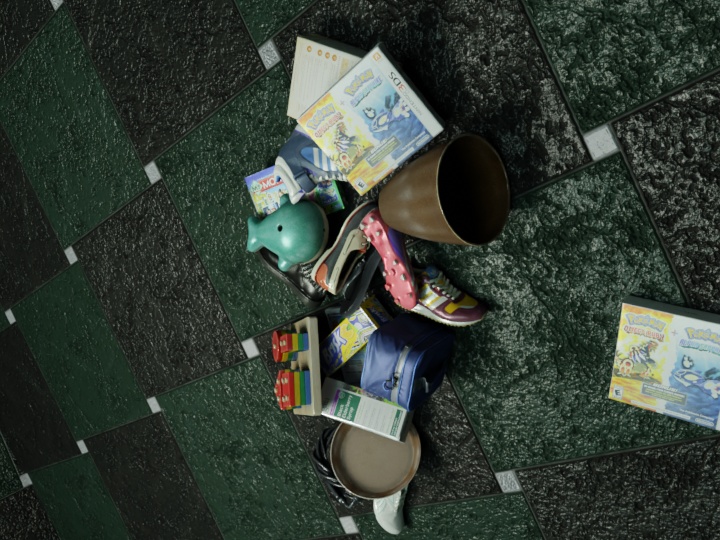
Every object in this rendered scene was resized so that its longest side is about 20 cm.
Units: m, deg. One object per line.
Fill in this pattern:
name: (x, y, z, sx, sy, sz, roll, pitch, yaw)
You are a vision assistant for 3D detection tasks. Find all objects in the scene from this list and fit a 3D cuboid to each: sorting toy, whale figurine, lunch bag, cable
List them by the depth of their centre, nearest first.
lunch bag: (0.098, 0.178, 1.375, 0.131, 0.199, 0.138, 19, 113, 25)
whale figurine: (-0.163, -0.080, 1.443, 0.198, 0.103, 0.161, 1, 88, 30)
sorting toy: (-0.145, 0.212, 1.540, 0.199, 0.069, 0.203, 150, 117, -70)
cable: (-0.021, 0.415, 1.586, 0.163, 0.051, 0.200, -41, 50, -1)

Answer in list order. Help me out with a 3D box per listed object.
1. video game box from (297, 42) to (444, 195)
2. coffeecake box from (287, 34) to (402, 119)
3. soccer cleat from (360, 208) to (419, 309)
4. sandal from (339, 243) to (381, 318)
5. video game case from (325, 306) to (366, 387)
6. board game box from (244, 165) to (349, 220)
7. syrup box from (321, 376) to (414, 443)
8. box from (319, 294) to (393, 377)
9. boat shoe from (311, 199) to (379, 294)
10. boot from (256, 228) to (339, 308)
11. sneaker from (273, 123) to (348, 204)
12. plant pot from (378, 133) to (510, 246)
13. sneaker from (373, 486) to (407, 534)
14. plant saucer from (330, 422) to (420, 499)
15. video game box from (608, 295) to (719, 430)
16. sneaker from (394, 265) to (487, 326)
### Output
video game box: (0.019, -0.264, 1.261, 0.199, 0.047, 0.182, -37, 103, 23)
coffeecake box: (-0.033, -0.342, 1.347, 0.199, 0.073, 0.155, 26, 121, 25)
soccer cleat: (0.070, -0.026, 1.352, 0.066, 0.076, 0.202, -30, 85, 48)
sandal: (0.000, -0.001, 1.435, 0.042, 0.076, 0.202, 22, 102, -15)
video game case: (0.006, 0.173, 1.553, 0.142, 0.018, 0.202, -7, 103, 37)
board game box: (-0.135, -0.165, 1.488, 0.198, 0.029, 0.136, -18, 98, 25)
syrup box: (0.009, 0.299, 1.522, 0.198, 0.081, 0.080, 15, 77, 18)
box: (-0.021, 0.142, 1.508, 0.070, 0.064, 0.200, 51, 129, 8)
boat shoe: (-0.017, -0.047, 1.403, 0.062, 0.071, 0.201, 33, 83, 30)
boot: (-0.119, -0.039, 1.521, 0.211, 0.079, 0.158, 42, 129, 9)
sneaker: (-0.074, -0.183, 1.390, 0.199, 0.081, 0.148, 30, 95, 7)
plant pot: (0.131, -0.129, 1.265, 0.199, 0.186, 0.189, -6, 105, 51)
sneaker: (0.070, 0.505, 1.603, 0.079, 0.070, 0.203, -8, 102, 34)
plant saucer: (0.034, 0.393, 1.536, 0.199, 0.201, 0.032, 29, 161, 23)
video game box: (0.521, 0.151, 1.163, 0.198, 0.047, 0.185, 13, 112, 31)
sneaker: (0.150, 0.041, 1.364, 0.198, 0.075, 0.091, 14, 120, 29)
